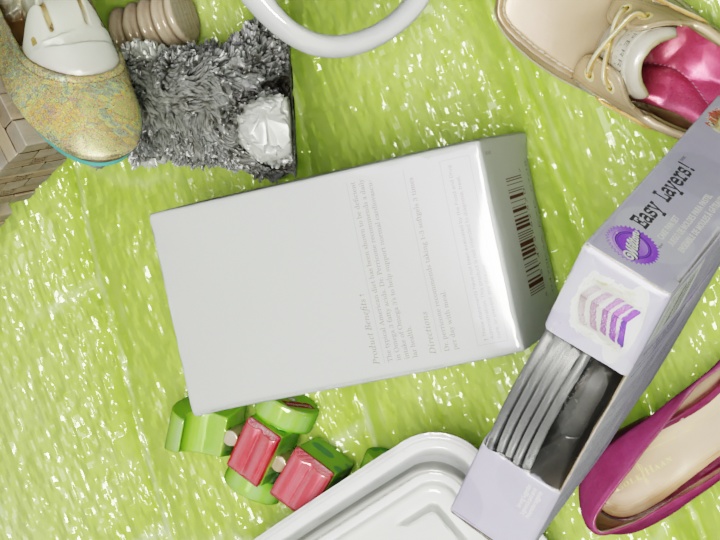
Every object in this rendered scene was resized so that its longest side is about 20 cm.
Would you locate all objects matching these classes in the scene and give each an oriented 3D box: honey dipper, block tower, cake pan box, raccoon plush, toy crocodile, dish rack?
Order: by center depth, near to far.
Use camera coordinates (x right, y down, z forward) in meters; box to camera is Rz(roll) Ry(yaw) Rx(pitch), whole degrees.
[{"bbox_3d":[0.131,0.028,0.861,0.052,0.200,0.185,31,129,14],"label":"cake pan box"},{"bbox_3d":[-0.104,-0.098,0.961,0.133,0.200,0.098,-3,89,-1],"label":"raccoon plush"},{"bbox_3d":[0.041,0.208,0.985,0.171,0.044,0.200,-35,105,18],"label":"dish rack"},{"bbox_3d":[-0.024,0.127,1.022,0.199,0.062,0.068,29,104,14],"label":"toy crocodile"},{"bbox_3d":[-0.238,-0.057,1.043,0.200,0.058,0.054,-37,77,40],"label":"block tower"},{"bbox_3d":[-0.193,-0.128,1.070,0.199,0.038,0.038,-17,90,22],"label":"honey dipper"}]

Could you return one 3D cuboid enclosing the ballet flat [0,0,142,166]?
[{"bbox_3d":[-0.172,-0.137,0.951,0.071,0.070,0.200,-49,44,17],"label":"ballet flat"}]

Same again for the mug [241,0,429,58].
[{"bbox_3d":[-0.034,-0.211,0.921,0.175,0.148,0.201,-36,102,-12],"label":"mug"}]

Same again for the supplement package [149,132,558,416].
[{"bbox_3d":[0.000,0.000,0.972,0.198,0.117,0.118,-11,94,19],"label":"supplement package"}]

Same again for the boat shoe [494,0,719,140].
[{"bbox_3d":[0.159,-0.117,0.931,0.199,0.069,0.074,26,103,15],"label":"boat shoe"}]

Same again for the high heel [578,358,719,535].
[{"bbox_3d":[0.206,0.080,0.917,0.200,0.096,0.068,-39,95,21],"label":"high heel"}]
